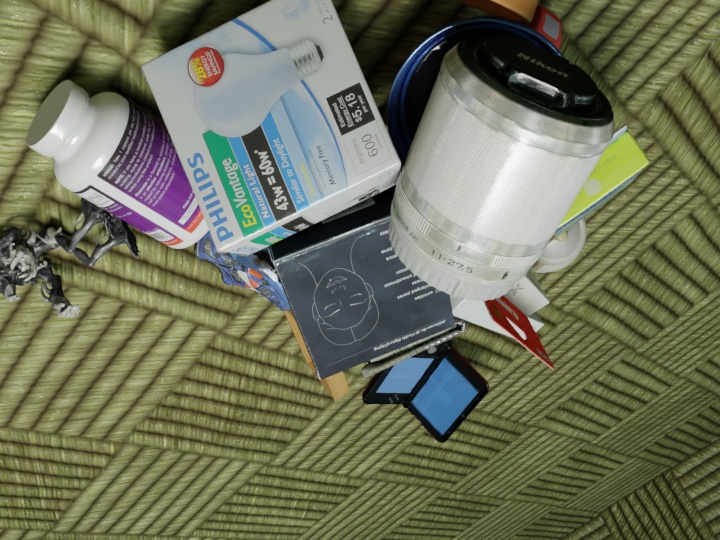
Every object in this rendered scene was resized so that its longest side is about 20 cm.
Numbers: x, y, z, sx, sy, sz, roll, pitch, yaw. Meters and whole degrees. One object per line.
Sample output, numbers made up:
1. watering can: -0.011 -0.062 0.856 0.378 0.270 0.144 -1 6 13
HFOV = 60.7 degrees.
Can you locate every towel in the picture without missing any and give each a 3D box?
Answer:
1. towel: 0.100 0.100 1.027 0.197 0.035 0.192 -30 -177 22

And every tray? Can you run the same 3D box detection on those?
1. tray: -0.074 0.123 1.014 0.037 0.099 0.202 -32 141 -15

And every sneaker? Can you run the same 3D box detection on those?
1. sneaker: -0.158 -0.006 0.876 0.077 0.076 0.201 -25 132 17

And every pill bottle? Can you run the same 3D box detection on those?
1. pill bottle: -0.251 -0.115 0.678 0.112 0.114 0.199 -37 137 17

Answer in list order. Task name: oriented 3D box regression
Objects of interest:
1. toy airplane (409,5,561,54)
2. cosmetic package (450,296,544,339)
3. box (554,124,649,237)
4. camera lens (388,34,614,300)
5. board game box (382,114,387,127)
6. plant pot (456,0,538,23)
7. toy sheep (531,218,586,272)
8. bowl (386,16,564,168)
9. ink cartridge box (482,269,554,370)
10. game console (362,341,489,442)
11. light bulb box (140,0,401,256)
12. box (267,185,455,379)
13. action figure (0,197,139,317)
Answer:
1. toy airplane: 0.165 -0.185 0.714 0.196 0.141 0.204 -19 107 -11
2. cosmetic package: 0.191 0.024 0.992 0.197 0.153 0.052 22 124 -38
3. box: 0.262 -0.095 0.710 0.121 0.048 0.199 -38 170 16
4. camera lens: 0.122 -0.096 0.569 0.156 0.162 0.203 1 132 -24
5. board game box: -0.018 -0.107 0.813 0.195 0.041 0.156 -18 121 -6
6. plant pot: 0.091 -0.333 0.561 0.196 0.200 0.143 8 114 -30
7. toy sheep: 0.278 -0.057 0.937 0.134 0.200 0.142 0 102 0
8. bowl: 0.126 -0.163 0.646 0.195 0.040 0.204 7 126 9
9. ink cartridge box: 0.183 0.013 0.764 0.043 0.176 0.199 -36 139 18
10. game console: 0.123 0.241 1.213 0.169 0.120 0.202 7 131 -30
11. light bulb box: -0.084 -0.146 0.635 0.196 0.202 0.125 -25 178 3
12. box: 0.000 0.000 0.779 0.196 0.125 0.200 -20 126 -4
13. action figure: -0.379 -0.008 0.743 0.196 0.104 0.119 -26 151 1
